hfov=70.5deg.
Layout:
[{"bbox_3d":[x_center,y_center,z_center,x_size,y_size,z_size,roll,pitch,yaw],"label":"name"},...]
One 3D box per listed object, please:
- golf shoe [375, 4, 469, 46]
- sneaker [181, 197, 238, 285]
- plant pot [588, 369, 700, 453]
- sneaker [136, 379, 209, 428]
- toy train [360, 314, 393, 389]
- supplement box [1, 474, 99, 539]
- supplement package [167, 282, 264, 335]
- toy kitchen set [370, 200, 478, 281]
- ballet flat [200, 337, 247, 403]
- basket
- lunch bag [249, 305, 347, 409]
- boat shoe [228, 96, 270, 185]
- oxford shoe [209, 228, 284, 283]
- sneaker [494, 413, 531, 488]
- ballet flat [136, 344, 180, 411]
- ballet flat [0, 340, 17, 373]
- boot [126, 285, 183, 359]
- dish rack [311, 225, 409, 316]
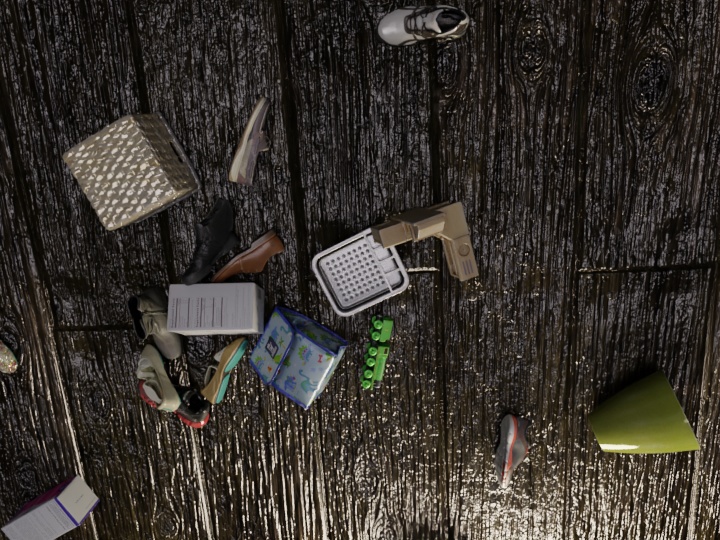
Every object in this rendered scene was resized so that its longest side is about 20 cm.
[{"bbox_3d":[0.129,-0.523,1.067,0.198,0.095,0.078,-7,105,5],"label":"golf shoe"},{"bbox_3d":[-0.359,-0.068,1.177,0.200,0.060,0.105,-49,127,-26],"label":"sneaker"},{"bbox_3d":[0.671,0.364,1.237,0.199,0.187,0.188,-26,102,23],"label":"plant pot"},{"bbox_3d":[-0.468,0.320,1.292,0.200,0.071,0.098,32,131,-7],"label":"sneaker"},{"bbox_3d":[0.042,0.207,1.277,0.056,0.042,0.202,7,104,-11],"label":"toy train"},{"bbox_3d":[-0.839,0.663,1.384,0.199,0.101,0.104,-32,101,9],"label":"supplement box"},{"bbox_3d":[-0.338,0.093,1.206,0.198,0.114,0.111,-1,78,2],"label":"supplement package"},{"bbox_3d":[0.155,-0.041,1.122,0.199,0.163,0.182,-19,103,-10],"label":"toy kitchen set"},{"bbox_3d":[-0.351,0.244,1.286,0.063,0.069,0.201,29,102,9],"label":"ballet flat"},{"bbox_3d":[-0.502,-0.220,1.129,0.199,0.161,0.199,-25,103,9],"label":"basket"},{"bbox_3d":[-0.160,0.205,1.245,0.199,0.127,0.171,32,106,11],"label":"lunch bag"},{"bbox_3d":[-0.238,-0.288,1.152,0.064,0.072,0.201,21,101,-15],"label":"boat shoe"},{"bbox_3d":[-0.271,-0.016,1.218,0.199,0.071,0.072,-33,106,8],"label":"oxford shoe"},{"bbox_3d":[0.401,0.470,1.312,0.081,0.077,0.202,5,105,-6],"label":"sneaker"},{"bbox_3d":[-0.505,0.259,1.241,0.070,0.069,0.200,-50,60,12],"label":"ballet flat"},{"bbox_3d":[-0.958,0.185,1.291,0.075,0.064,0.201,-29,102,8],"label":"ballet flat"},{"bbox_3d":[-0.504,0.142,1.230,0.067,0.131,0.202,-14,103,6],"label":"boot"},{"bbox_3d":[0.000,0.000,1.224,0.199,0.044,0.173,-26,102,8],"label":"dish rack"}]
